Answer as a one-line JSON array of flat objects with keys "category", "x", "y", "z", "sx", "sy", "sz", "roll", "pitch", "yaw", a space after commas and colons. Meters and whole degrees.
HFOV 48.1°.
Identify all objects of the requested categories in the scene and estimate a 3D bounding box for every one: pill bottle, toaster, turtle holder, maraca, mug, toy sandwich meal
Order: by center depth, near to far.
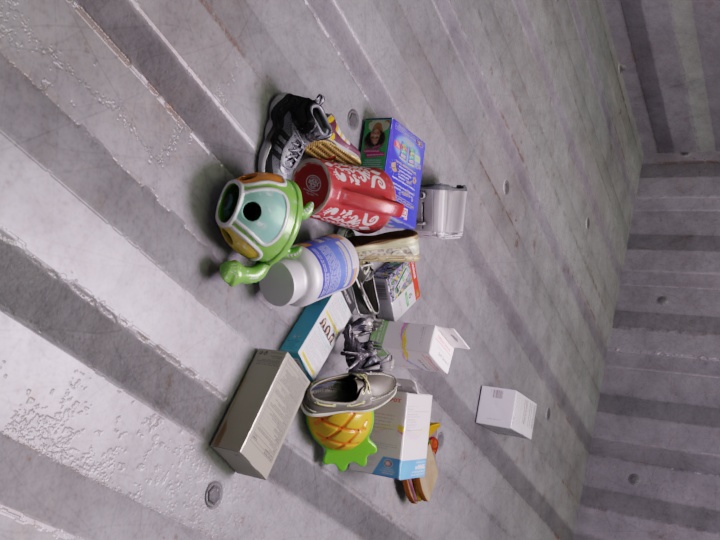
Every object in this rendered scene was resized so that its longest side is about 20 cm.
[{"category": "turtle holder", "x": -0.180, "y": -0.078, "z": 1.358, "sx": 0.130, "sy": 0.142, "sz": 0.187, "roll": 19, "pitch": 116, "yaw": -42}, {"category": "pill bottle", "x": -0.097, "y": 0.003, "z": 1.496, "sx": 0.199, "sy": 0.110, "sz": 0.114, "roll": -20, "pitch": 109, "yaw": -56}, {"category": "mug", "x": -0.022, "y": -0.154, "z": 1.559, "sx": 0.199, "sy": 0.175, "sz": 0.136, "roll": 7, "pitch": 73, "yaw": -54}, {"category": "maraca", "x": -0.036, "y": 0.307, "z": 1.607, "sx": 0.107, "sy": 0.134, "sz": 0.204, "roll": -93, "pitch": 170, "yaw": -71}, {"category": "toaster", "x": 0.188, "y": -0.145, "z": 1.952, "sx": 0.199, "sy": 0.112, "sz": 0.132, "roll": -7, "pitch": 103, "yaw": -60}, {"category": "toy sandwich meal", "x": 0.157, "y": 0.463, "z": 1.982, "sx": 0.204, "sy": 0.069, "sz": 0.210, "roll": -7, "pitch": 98, "yaw": -58}]

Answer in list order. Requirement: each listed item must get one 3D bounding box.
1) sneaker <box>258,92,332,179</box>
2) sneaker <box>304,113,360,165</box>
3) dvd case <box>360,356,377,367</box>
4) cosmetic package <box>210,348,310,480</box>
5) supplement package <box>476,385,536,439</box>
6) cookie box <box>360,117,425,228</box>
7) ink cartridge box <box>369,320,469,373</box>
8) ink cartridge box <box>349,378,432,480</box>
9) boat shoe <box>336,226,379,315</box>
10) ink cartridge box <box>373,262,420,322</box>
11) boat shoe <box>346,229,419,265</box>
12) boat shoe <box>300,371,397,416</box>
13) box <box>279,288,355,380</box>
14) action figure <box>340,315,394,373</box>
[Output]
[{"category": "sneaker", "x": -0.115, "y": -0.224, "z": 1.446, "sx": 0.075, "sy": 0.112, "sz": 0.204, "roll": 20, "pitch": 75, "yaw": -56}, {"category": "sneaker", "x": -0.055, "y": -0.259, "z": 1.580, "sx": 0.200, "sy": 0.074, "sz": 0.092, "roll": 25, "pitch": 54, "yaw": -68}, {"category": "dvd case", "x": 0.014, "y": 0.307, "z": 1.781, "sx": 0.151, "sy": 0.024, "sz": 0.203, "roll": -49, "pitch": 133, "yaw": -45}, {"category": "cosmetic package", "x": -0.173, "y": 0.251, "z": 1.426, "sx": 0.106, "sy": 0.070, "sz": 0.202, "roll": 60, "pitch": 44, "yaw": -42}, {"category": "supplement package", "x": 0.434, "y": 0.422, "z": 2.389, "sx": 0.200, "sy": 0.112, "sz": 0.112, "roll": 35, "pitch": 64, "yaw": -55}, {"category": "cookie box", "x": 0.065, "y": -0.209, "z": 1.777, "sx": 0.170, "sy": 0.074, "sz": 0.204, "roll": 22, "pitch": 73, "yaw": -57}, {"category": "ink cartridge box", "x": 0.131, "y": 0.171, "z": 1.795, "sx": 0.117, "sy": 0.197, "sz": 0.068, "roll": 47, "pitch": 54, "yaw": -48}, {"category": "ink cartridge box", "x": 0.069, "y": 0.331, "z": 1.728, "sx": 0.125, "sy": 0.127, "sz": 0.204, "roll": 18, "pitch": 78, "yaw": -57}, {"category": "boat shoe", "x": 0.000, "y": 0.000, "z": 1.697, "sx": 0.071, "sy": 0.063, "sz": 0.203, "roll": -43, "pitch": 127, "yaw": -48}, {"category": "ink cartridge box", "x": 0.097, "y": 0.025, "z": 1.869, "sx": 0.200, "sy": 0.050, "sz": 0.111, "roll": -40, "pitch": 125, "yaw": -49}, {"category": "boat shoe", "x": 0.022, "y": -0.034, "z": 1.618, "sx": 0.073, "sy": 0.196, "sz": 0.064, "roll": -87, "pitch": 168, "yaw": -69}, {"category": "boat shoe", "x": -0.015, "y": 0.229, "z": 1.528, "sx": 0.198, "sy": 0.061, "sz": 0.073, "roll": -8, "pitch": 63, "yaw": -22}, {"category": "box", "x": -0.081, "y": 0.111, "z": 1.587, "sx": 0.201, "sy": 0.048, "sz": 0.083, "roll": -59, "pitch": 139, "yaw": -37}, {"category": "action figure", "x": 0.012, "y": 0.150, "z": 1.636, "sx": 0.200, "sy": 0.100, "sz": 0.121, "roll": -70, "pitch": 148, "yaw": -79}]
